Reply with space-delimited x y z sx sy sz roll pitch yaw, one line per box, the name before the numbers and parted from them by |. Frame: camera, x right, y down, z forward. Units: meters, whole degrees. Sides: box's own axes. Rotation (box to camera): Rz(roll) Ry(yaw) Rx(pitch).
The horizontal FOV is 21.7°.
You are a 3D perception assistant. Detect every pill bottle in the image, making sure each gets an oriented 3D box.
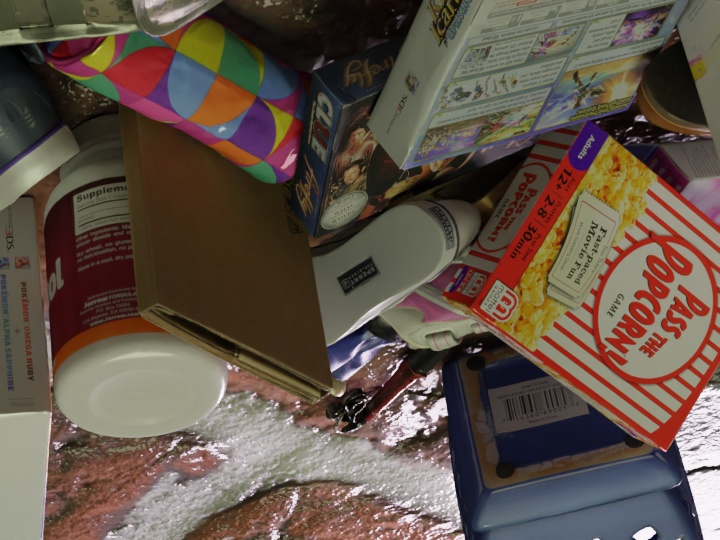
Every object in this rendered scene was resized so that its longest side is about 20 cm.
pill bottle | -0.152 0.000 1.246 0.112 0.201 0.113 -7 145 -5

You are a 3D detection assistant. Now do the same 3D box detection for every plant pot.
plant pot | 0.170 0.161 1.568 0.199 0.201 0.180 -13 138 5

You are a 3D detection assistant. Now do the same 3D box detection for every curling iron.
curling iron | 0.039 0.083 1.558 0.049 0.026 0.200 -7 154 -49

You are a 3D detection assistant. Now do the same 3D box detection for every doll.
doll | 0.023 0.033 1.463 0.200 0.049 0.136 -39 157 31

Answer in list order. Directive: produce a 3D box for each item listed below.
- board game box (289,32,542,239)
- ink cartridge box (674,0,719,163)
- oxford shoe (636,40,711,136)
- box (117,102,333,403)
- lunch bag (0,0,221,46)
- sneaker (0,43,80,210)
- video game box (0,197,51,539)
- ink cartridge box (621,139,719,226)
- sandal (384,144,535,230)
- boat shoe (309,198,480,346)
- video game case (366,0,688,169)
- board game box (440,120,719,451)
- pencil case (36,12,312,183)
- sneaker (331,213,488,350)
board game box | 0.053 -0.108 1.222 0.199 0.035 0.136 -25 151 -24
ink cartridge box | 0.285 -0.147 1.147 0.125 0.201 0.129 8 142 -24
oxford shoe | 0.238 -0.111 1.255 0.200 0.072 0.071 -9 160 -48
box | -0.090 -0.026 1.225 0.021 0.201 0.163 -32 139 28
lunch bag | -0.146 -0.212 1.016 0.199 0.118 0.164 -5 147 -2
sneaker | -0.252 -0.112 1.189 0.081 0.147 0.200 -40 -170 -16
video game box | -0.251 0.079 1.351 0.047 0.183 0.200 -4 145 -15
ink cartridge box | 0.226 -0.025 1.410 0.199 0.043 0.197 -7 149 -30
sandal | 0.113 -0.053 1.365 0.199 0.054 0.080 3 143 -18
boat shoe | 0.000 0.000 1.308 0.200 0.072 0.066 -33 171 38
video game case | 0.117 -0.157 1.131 0.199 0.045 0.182 -17 146 -36
board game box | 0.173 0.009 1.295 0.200 0.046 0.152 35 84 -27
pencil case | -0.110 -0.127 1.186 0.088 0.089 0.200 -33 137 29
sneaker | 0.069 0.017 1.363 0.199 0.089 0.081 12 -170 17
